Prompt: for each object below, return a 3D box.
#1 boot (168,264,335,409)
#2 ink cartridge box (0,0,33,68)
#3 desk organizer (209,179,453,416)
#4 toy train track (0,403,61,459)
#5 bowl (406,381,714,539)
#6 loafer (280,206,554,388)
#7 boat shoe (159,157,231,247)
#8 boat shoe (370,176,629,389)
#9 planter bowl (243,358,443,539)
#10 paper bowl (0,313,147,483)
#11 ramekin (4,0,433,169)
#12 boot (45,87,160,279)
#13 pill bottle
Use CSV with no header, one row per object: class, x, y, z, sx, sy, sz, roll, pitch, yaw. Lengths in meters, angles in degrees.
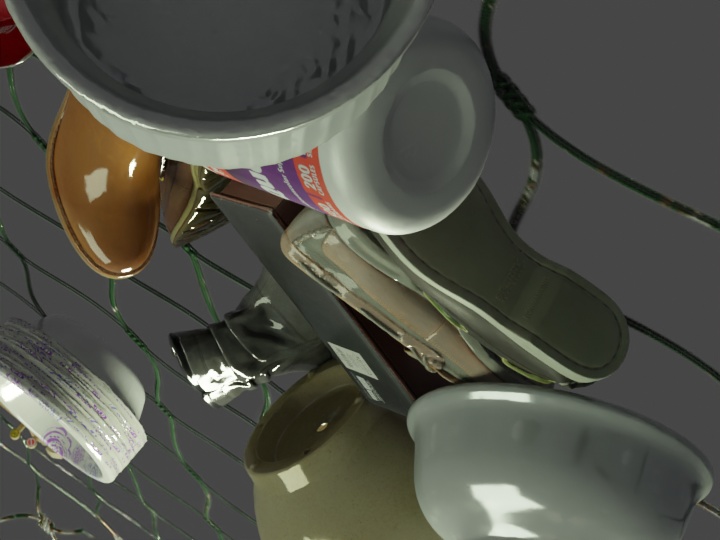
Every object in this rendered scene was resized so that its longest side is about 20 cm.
boot,-0.074,0.032,1.370,0.201,0.130,0.070,73,175,-55
ink cartridge box,-0.176,-0.189,1.032,0.084,0.176,0.199,49,160,-21
desk organizer,0.000,0.000,1.257,0.071,0.077,0.201,17,149,52
toy train track,-0.501,0.207,2.788,0.199,0.033,0.115,38,161,16
bowl,0.116,0.152,1.228,0.199,0.091,0.201,12,157,5
loafer,0.036,0.020,1.196,0.063,0.072,0.200,-32,120,30
boat shoe,-0.103,-0.077,1.321,0.068,0.072,0.200,58,160,12
boat shoe,0.063,-0.003,1.134,0.201,0.072,0.061,41,158,-6
planter bowl,0.001,0.146,1.392,0.135,0.200,0.200,50,160,-20
paper bowl,-0.312,0.127,2.120,0.200,0.105,0.201,36,160,15
ramekin,-0.061,-0.143,0.888,0.200,0.201,0.098,39,170,7
boot,-0.137,-0.091,1.216,0.076,0.202,0.155,2,-177,-24
pill bottle,-0.029,-0.094,1.052,0.199,0.113,0.113,20,152,47
